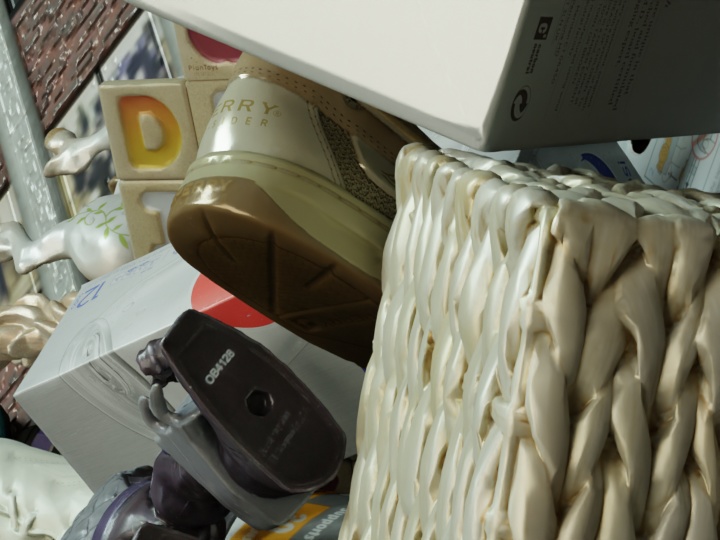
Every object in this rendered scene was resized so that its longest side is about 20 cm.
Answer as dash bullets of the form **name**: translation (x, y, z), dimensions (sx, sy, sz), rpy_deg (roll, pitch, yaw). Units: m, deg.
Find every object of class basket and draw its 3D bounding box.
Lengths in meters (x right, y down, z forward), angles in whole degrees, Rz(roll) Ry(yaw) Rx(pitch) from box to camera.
- **basket**: translation (0.082, 0.081, 0.627), dimensions (0.198, 0.160, 0.202), rpy_deg (-142, 60, -81)

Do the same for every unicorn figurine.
- **unicorn figurine**: translation (-0.072, -0.043, 1.047), dimensions (0.137, 0.074, 0.201), rpy_deg (-17, 51, 43)

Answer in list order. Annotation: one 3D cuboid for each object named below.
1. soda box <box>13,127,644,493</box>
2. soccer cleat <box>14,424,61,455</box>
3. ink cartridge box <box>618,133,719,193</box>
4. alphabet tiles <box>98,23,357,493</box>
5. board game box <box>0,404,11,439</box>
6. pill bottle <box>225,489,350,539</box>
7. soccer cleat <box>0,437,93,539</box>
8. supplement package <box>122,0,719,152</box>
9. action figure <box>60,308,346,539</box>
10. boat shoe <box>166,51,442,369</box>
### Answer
- **soda box**: translation (-0.007, 0.013, 0.869), dimensions (0.199, 0.068, 0.064), rpy_deg (-23, 24, 32)
- **soccer cleat**: translation (-0.101, 0.128, 1.076), dimensions (0.200, 0.073, 0.069), rpy_deg (-100, -1, -57)
- **ink cartridge box**: translation (0.136, -0.033, 0.822), dimensions (0.200, 0.057, 0.164), rpy_deg (-121, 47, -66)
- **alphabet tiles**: translation (0.000, 0.000, 0.908), dimensions (0.165, 0.006, 0.201), rpy_deg (0, 113, 27)
- **board game box**: translation (-0.151, 0.136, 1.112), dimensions (0.135, 0.028, 0.201), rpy_deg (80, -179, -72)
- **pill bottle**: translation (0.045, 0.129, 0.831), dimensions (0.199, 0.116, 0.117), rpy_deg (2, 87, 41)
- **soccer cleat**: translation (-0.100, 0.094, 0.968), dimensions (0.199, 0.077, 0.070), rpy_deg (11, 83, 51)
- **supplement package**: translation (0.036, -0.129, 0.726), dimensions (0.150, 0.200, 0.153), rpy_deg (24, 105, 26)
- **action figure**: translation (-0.057, 0.071, 0.780), dimensions (0.131, 0.069, 0.200), rpy_deg (-65, 11, -18)
- **boat shoe**: translation (0.037, 0.008, 0.761), dimensions (0.071, 0.200, 0.065), rpy_deg (-7, 56, 45)
